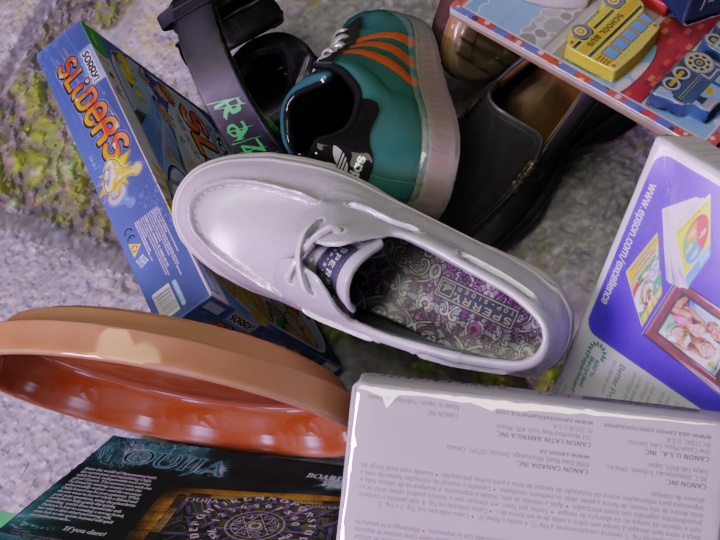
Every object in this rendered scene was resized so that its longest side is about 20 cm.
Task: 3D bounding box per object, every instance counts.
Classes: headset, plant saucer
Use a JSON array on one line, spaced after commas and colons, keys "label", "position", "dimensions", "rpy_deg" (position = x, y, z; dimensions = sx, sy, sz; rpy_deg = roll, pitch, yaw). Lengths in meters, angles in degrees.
[{"label": "headset", "position": [-0.052, -0.131, 0.910], "dimensions": [0.094, 0.124, 0.200], "rpy_deg": [-27, 36, 13]}, {"label": "plant saucer", "position": [-0.093, 0.055, 0.788], "dimensions": [0.200, 0.200, 0.032], "rpy_deg": [3, 72, 25]}]

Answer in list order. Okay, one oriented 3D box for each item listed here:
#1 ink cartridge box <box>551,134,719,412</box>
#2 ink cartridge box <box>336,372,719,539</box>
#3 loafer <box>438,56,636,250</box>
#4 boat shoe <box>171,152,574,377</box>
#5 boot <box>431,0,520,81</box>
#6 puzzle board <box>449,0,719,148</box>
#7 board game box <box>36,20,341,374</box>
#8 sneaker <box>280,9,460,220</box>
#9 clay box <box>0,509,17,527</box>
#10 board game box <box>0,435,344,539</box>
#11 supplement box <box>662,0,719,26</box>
[{"label": "ink cartridge box", "position": [0.179, 0.071, 0.695], "dimensions": [0.200, 0.043, 0.198], "rpy_deg": [38, 122, 32]}, {"label": "ink cartridge box", "position": [0.067, 0.151, 0.679], "dimensions": [0.161, 0.050, 0.200], "rpy_deg": [6, 91, 10]}, {"label": "loafer", "position": [0.079, -0.075, 0.849], "dimensions": [0.200, 0.072, 0.073], "rpy_deg": [-45, 58, 0]}, {"label": "boat shoe", "position": [0.000, 0.000, 0.729], "dimensions": [0.200, 0.069, 0.072], "rpy_deg": [27, 97, 10]}, {"label": "boot", "position": [0.054, -0.209, 0.940], "dimensions": [0.166, 0.072, 0.200], "rpy_deg": [19, 77, 42]}, {"label": "puzzle board", "position": [0.162, -0.152, 0.813], "dimensions": [0.151, 0.017, 0.200], "rpy_deg": [33, 55, 19]}, {"label": "board game box", "position": [-0.094, -0.031, 0.867], "dimensions": [0.034, 0.135, 0.200], "rpy_deg": [-36, 58, 12]}, {"label": "sneaker", "position": [-0.003, -0.095, 0.846], "dimensions": [0.200, 0.080, 0.071], "rpy_deg": [-106, 32, -60]}, {"label": "clay box", "position": [-0.191, 0.234, 0.839], "dimensions": [0.115, 0.048, 0.200], "rpy_deg": [11, 71, 27]}, {"label": "board game box", "position": [-0.075, 0.134, 0.797], "dimensions": [0.200, 0.135, 0.028], "rpy_deg": [4, 113, 25]}, {"label": "supplement box", "position": [0.221, -0.256, 0.760], "dimensions": [0.200, 0.200, 0.134], "rpy_deg": [-19, 56, -17]}]
